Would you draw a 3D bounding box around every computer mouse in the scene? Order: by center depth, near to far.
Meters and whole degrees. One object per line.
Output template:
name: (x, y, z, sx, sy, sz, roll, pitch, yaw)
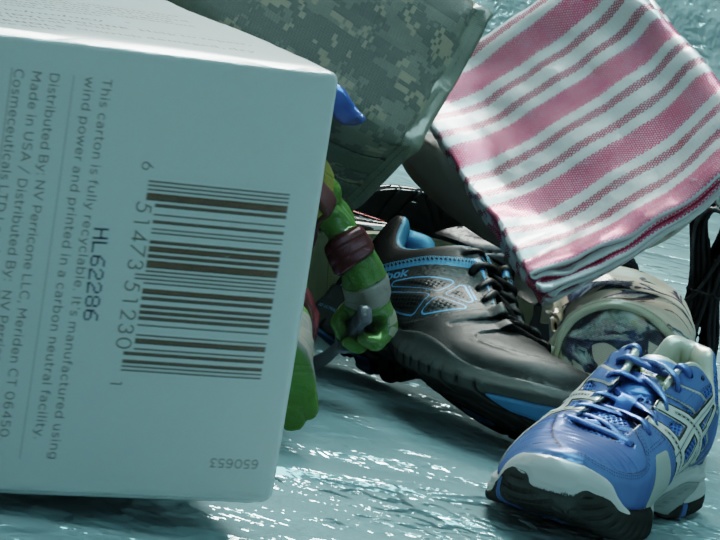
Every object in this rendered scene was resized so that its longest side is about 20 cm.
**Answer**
computer mouse: (0.134, -0.008, 1.508, 0.200, 0.141, 0.046, 13, 10, -8)

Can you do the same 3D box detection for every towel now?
towel: (0.116, -0.082, 1.346, 0.030, 0.146, 0.200, 54, 5, -45)

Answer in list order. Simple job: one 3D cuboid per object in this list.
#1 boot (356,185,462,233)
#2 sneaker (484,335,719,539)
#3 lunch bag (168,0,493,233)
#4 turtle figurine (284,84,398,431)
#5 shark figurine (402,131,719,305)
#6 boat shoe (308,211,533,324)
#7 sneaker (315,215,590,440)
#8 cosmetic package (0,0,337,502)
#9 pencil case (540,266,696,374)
boot: (0.071, -0.011, 1.619, 0.198, 0.073, 0.162, 19, 9, -12)
sneaker: (0.111, 0.072, 1.122, 0.076, 0.077, 0.200, 18, 10, 18)
lunch bag: (-0.052, -0.106, 1.340, 0.164, 0.118, 0.200, 33, -26, -8)
turtle figurine: (-0.061, 0.020, 1.201, 0.144, 0.200, 0.194, 41, 27, -13)
shark figurine: (0.122, -0.020, 1.396, 0.214, 0.090, 0.128, 1, -44, 33)
boat shoe: (0.001, -0.002, 1.449, 0.201, 0.074, 0.063, 10, 26, -4)
sneaker: (0.053, 0.026, 1.269, 0.200, 0.082, 0.073, 25, -12, 47)
cosmetic package: (-0.129, -0.019, 0.967, 0.166, 0.168, 0.200, 4, 10, -24)
pencil case: (0.138, 0.045, 1.366, 0.089, 0.078, 0.200, 3, 6, 6)
